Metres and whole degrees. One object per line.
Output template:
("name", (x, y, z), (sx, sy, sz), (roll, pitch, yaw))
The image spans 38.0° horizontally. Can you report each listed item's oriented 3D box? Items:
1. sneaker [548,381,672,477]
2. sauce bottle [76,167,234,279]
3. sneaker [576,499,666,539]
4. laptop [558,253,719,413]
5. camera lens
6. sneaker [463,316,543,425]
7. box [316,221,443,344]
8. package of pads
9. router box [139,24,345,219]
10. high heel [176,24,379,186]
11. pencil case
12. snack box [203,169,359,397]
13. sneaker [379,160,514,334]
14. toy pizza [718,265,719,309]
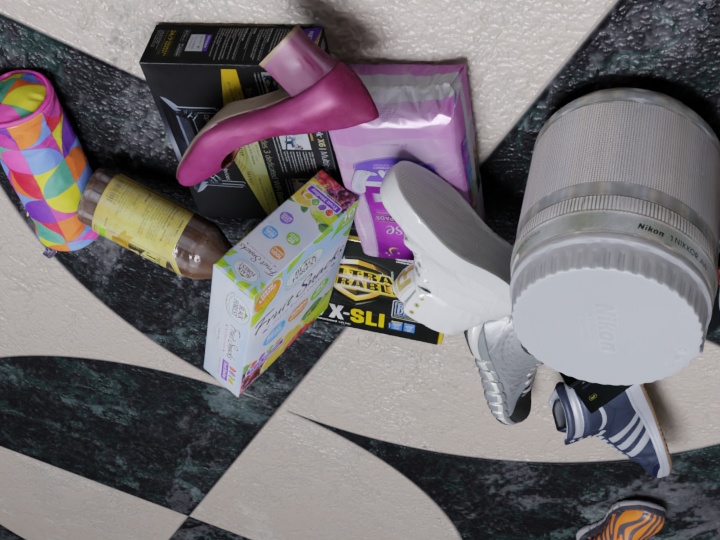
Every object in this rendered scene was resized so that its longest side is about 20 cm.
("sneaker", (0.282, 0.179, 1.187), (0.107, 0.070, 0.201), (-24, 128, 8))
("sauce bottle", (-0.183, -0.032, 1.040), (0.198, 0.065, 0.065), (27, 145, 2))
("sneaker", (0.359, 0.397, 1.444), (0.077, 0.113, 0.201), (18, 144, -6))
("laptop", (0.274, 0.070, 0.967), (0.176, 0.104, 0.200), (-35, 134, 7))
("camera lens", (0.206, -0.032, 0.840), (0.158, 0.202, 0.161), (12, 143, 9))
("sneaker", (0.191, 0.104, 1.146), (0.114, 0.076, 0.201), (-5, 139, 22))
("box", (0.000, 0.000, 1.096), (0.197, 0.050, 0.161), (11, 146, 5))
("package of pads", (0.043, -0.093, 0.931), (0.119, 0.076, 0.201), (6, 144, 17))
("router box", (-0.094, -0.129, 0.951), (0.155, 0.053, 0.201), (4, 143, 13))
("high heel", (-0.075, -0.105, 0.861), (0.096, 0.068, 0.200), (43, 134, -10))
("pencil case", (-0.317, -0.103, 1.043), (0.087, 0.089, 0.201), (7, 143, 10))
("snack box", (-0.078, 0.017, 0.971), (0.053, 0.142, 0.201), (37, 149, 12))
("sneaker", (0.059, -0.007, 0.913), (0.115, 0.074, 0.199), (-25, 130, 35))
("toy pizza", (0.348, -0.044, 0.829), (0.032, 0.199, 0.201), (42, 162, 37))
